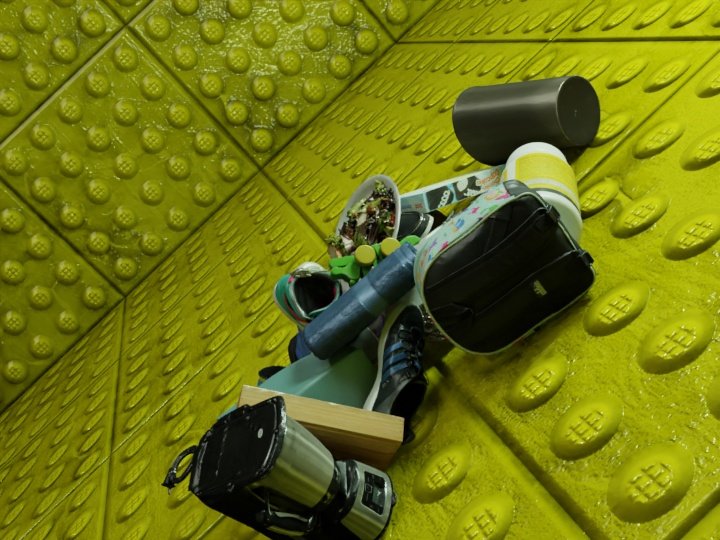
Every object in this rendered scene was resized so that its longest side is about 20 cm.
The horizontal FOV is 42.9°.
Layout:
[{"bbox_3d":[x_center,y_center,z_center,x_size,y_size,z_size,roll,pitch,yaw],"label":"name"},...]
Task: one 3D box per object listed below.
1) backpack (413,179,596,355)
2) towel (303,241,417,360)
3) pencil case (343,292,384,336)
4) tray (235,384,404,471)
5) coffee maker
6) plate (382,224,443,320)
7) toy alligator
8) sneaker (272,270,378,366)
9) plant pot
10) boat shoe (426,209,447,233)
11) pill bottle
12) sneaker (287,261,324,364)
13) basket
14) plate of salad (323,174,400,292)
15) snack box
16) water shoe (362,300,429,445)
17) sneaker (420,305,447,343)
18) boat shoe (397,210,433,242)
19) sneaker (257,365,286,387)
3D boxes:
[{"bbox_3d":[0.168,0.000,1.160,0.200,0.178,0.151,-40,17,3],"label":"backpack"},{"bbox_3d":[0.009,0.043,1.252,0.200,0.049,0.112,-40,8,4],"label":"towel"},{"bbox_3d":[0.004,0.040,1.548,0.200,0.084,0.086,-88,11,-63],"label":"pencil case"},{"bbox_3d":[-0.056,0.198,1.122,0.099,0.199,0.037,113,168,-52],"label":"tray"},{"bbox_3d":[-0.088,0.251,1.078,0.192,0.200,0.135,-6,51,48],"label":"coffee maker"},{"bbox_3d":[0.099,-0.010,1.360,0.199,0.032,0.200,-37,15,0],"label":"plate"},{"bbox_3d":[0.000,0.000,1.320,0.199,0.054,0.059,-17,-18,-13],"label":"toy alligator"},{"bbox_3d":[-0.039,0.068,1.366,0.084,0.200,0.121,-54,1,-18],"label":"sneaker"},{"bbox_3d":[-0.064,0.202,1.273,0.200,0.141,0.141,-41,17,-21],"label":"plant pot"},{"bbox_3d":[0.091,-0.021,1.533,0.065,0.072,0.200,-45,15,54],"label":"boat shoe"},{"bbox_3d":[0.253,-0.100,1.305,0.114,0.114,0.200,-34,21,26],"label":"pill bottle"},{"bbox_3d":[-0.083,0.090,1.486,0.077,0.201,0.111,-16,1,-27],"label":"sneaker"},{"bbox_3d":[0.285,-0.253,1.527,0.200,0.180,0.136,-1,78,53],"label":"basket"},{"bbox_3d":[-0.001,-0.061,1.471,0.200,0.048,0.201,-37,44,47],"label":"plate of salad"},{"bbox_3d":[0.158,-0.137,1.563,0.200,0.037,0.116,-21,8,-28],"label":"snack box"},{"bbox_3d":[0.064,0.137,1.214,0.079,0.071,0.201,-3,66,46],"label":"water shoe"},{"bbox_3d":[0.153,0.033,1.323,0.200,0.070,0.076,-42,1,-12],"label":"sneaker"},{"bbox_3d":[0.043,-0.068,1.509,0.200,0.060,0.074,-7,50,59],"label":"boat shoe"},{"bbox_3d":[-0.098,0.215,1.444,0.066,0.079,0.200,-12,19,-33],"label":"sneaker"}]
